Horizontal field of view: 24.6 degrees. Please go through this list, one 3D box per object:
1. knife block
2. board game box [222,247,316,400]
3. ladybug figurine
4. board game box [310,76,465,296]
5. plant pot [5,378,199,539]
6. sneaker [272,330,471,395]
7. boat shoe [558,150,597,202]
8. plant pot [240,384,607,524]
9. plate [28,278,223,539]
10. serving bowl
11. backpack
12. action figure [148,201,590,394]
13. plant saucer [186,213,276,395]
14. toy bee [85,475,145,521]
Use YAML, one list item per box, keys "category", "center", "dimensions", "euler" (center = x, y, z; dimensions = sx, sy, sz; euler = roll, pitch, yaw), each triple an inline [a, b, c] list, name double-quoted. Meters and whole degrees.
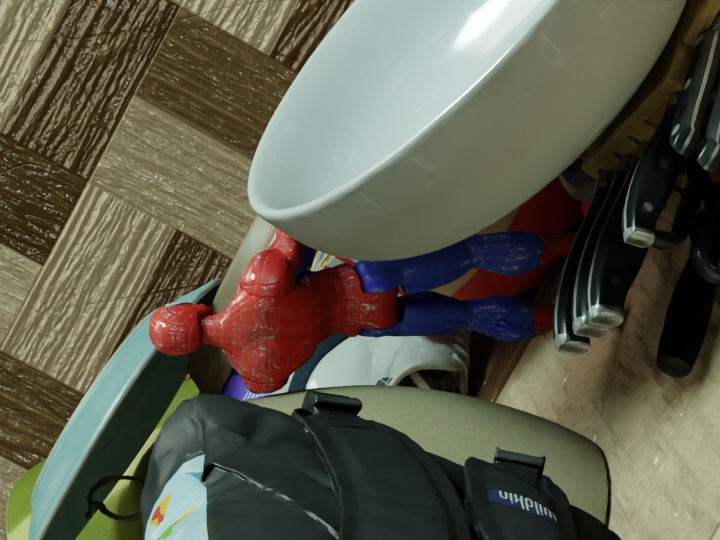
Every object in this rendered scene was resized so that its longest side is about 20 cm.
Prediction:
- category: "knife block"
  center: [0.124, -0.054, 0.607]
  dimensions: [0.176, 0.064, 0.200]
  euler: [-60, 7, 12]
- category: "board game box"
  center: [-0.008, 0.047, 0.971]
  dimensions: [0.201, 0.045, 0.134]
  euler: [-63, -30, -12]
- category: "ladybug figurine"
  center: [0.084, -0.052, 0.860]
  dimensions: [0.201, 0.072, 0.136]
  euler: [-60, 8, 7]
- category: "board game box"
  center: [0.045, -0.088, 0.801]
  dimensions: [0.152, 0.046, 0.201]
  euler: [-50, 16, 45]
- category: "plant pot"
  center: [-0.099, 0.149, 1.098]
  dimensions: [0.200, 0.187, 0.187]
  euler: [-40, 14, 20]
- category: "sneaker"
  center: [0.031, 0.047, 0.906]
  dimensions: [0.200, 0.080, 0.077]
  euler: [-43, -43, -49]
- category: "boat shoe"
  center: [0.114, -0.101, 0.713]
  dimensions: [0.074, 0.074, 0.200]
  euler: [-12, 30, 21]
- category: "plant pot"
  center: [-0.014, 0.123, 0.636]
  dimensions: [0.201, 0.134, 0.200]
  euler: [-60, 7, 12]
- category: "plate"
  center: [-0.140, 0.084, 0.945]
  dimensions: [0.201, 0.025, 0.200]
  euler: [-57, -3, -5]
- category: "serving bowl"
  center: [0.049, -0.076, 0.604]
  dimensions: [0.200, 0.066, 0.200]
  euler: [-40, 21, 19]
- category: "backpack"
  center: [0.013, 0.125, 0.423]
  dimensions: [0.200, 0.162, 0.155]
  euler: [-156, 86, -76]
- category: "action figure"
  center: [0.000, 0.000, 0.675]
  dimensions: [0.099, 0.199, 0.066]
  euler: [40, 133, 52]
- category: "plant saucer"
  center: [-0.052, -0.010, 0.984]
  dimensions: [0.201, 0.029, 0.200]
  euler: [-62, -1, -1]
- category: "toy bee"
  center: [-0.080, 0.206, 0.874]
  dimensions: [0.200, 0.130, 0.109]
  euler: [-121, 39, -62]
